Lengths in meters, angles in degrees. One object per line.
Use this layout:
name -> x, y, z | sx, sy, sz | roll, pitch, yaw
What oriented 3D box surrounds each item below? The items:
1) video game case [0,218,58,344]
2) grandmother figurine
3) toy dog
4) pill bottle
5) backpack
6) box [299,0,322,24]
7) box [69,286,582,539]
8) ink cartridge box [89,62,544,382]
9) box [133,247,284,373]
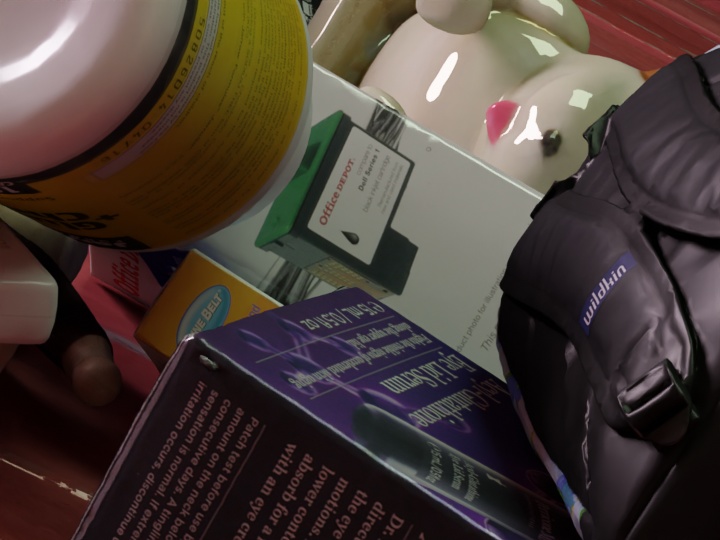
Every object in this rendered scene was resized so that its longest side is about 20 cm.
video game case -> -0.206, -0.029, 0.823 | 0.181, 0.024, 0.200 | 3, 21, -28
grandmother figurine -> -0.129, 0.006, 0.914 | 0.121, 0.061, 0.200 | 38, 16, -4
toy dog -> 0.059, -0.045, 1.163 | 0.194, 0.140, 0.200 | 48, -12, -33
pill bottle -> -0.078, -0.067, 0.849 | 0.112, 0.112, 0.200 | 34, 1, 17
backpack -> 0.111, 0.011, 0.780 | 0.153, 0.164, 0.200 | 32, 4, -29
box -> -0.103, -0.155, 1.247 | 0.200, 0.086, 0.165 | 24, 54, -54
box -> 0.031, 0.104, 0.792 | 0.199, 0.105, 0.148 | 32, 13, 11
ink cartridge box -> 0.000, 0.000, 1.031 | 0.199, 0.085, 0.146 | 30, -15, 4
box -> 0.003, 0.061, 0.938 | 0.199, 0.042, 0.119 | 31, -10, 12
